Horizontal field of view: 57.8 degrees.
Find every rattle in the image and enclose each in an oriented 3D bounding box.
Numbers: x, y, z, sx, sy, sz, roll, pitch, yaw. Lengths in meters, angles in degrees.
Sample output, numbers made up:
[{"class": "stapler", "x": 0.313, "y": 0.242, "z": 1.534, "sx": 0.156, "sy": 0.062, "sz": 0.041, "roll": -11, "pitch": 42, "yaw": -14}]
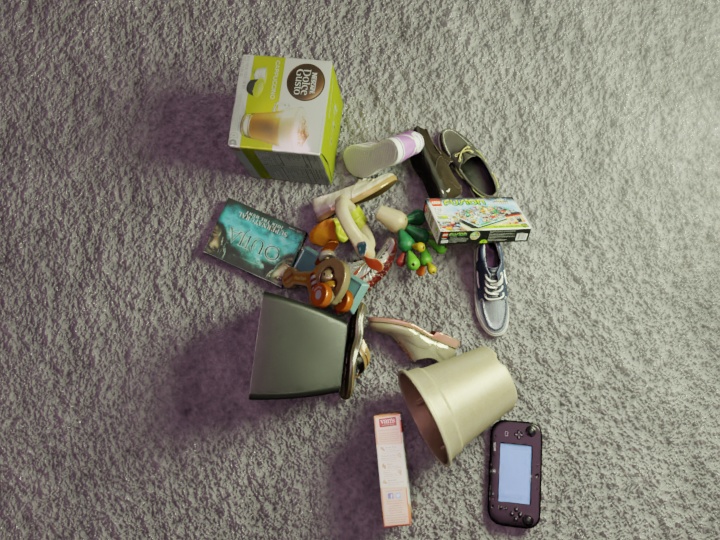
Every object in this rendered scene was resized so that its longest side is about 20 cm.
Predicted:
[{"class": "rattle", "x": -0.038, "y": -0.049, "z": 1.333, "sx": 0.140, "sy": 0.131, "sz": 0.202, "roll": -19, "pitch": 51, "yaw": 4}]

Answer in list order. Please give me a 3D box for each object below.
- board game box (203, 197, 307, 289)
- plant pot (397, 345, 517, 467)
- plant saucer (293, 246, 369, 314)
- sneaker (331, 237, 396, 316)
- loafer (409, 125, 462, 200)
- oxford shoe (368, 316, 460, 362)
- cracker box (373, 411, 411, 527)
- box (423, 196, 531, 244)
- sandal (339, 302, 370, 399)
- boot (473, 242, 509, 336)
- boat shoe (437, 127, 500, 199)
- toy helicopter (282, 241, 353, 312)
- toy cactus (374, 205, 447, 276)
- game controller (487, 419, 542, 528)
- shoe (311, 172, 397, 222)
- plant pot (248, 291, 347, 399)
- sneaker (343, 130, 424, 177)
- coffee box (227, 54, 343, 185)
[{"class": "board game box", "x": -0.232, "y": -0.061, "z": 1.443, "sx": 0.197, "sy": 0.028, "sz": 0.137, "roll": 23, "pitch": 81, "yaw": 9}, {"class": "plant pot", "x": 0.198, "y": 0.248, "z": 1.280, "sx": 0.181, "sy": 0.201, "sz": 0.203, "roll": -25, "pitch": 78, "yaw": -12}, {"class": "plant saucer", "x": -0.069, "y": 0.016, "z": 1.371, "sx": 0.199, "sy": 0.019, "sz": 0.071, "roll": 31, "pitch": 92, "yaw": 37}, {"class": "sneaker", "x": 0.000, "y": 0.000, "z": 1.387, "sx": 0.200, "sy": 0.078, "sz": 0.082, "roll": -44, "pitch": 78, "yaw": -4}, {"class": "loafer", "x": 0.162, "y": -0.227, "z": 1.414, "sx": 0.070, "sy": 0.073, "sz": 0.203, "roll": -10, "pitch": 64, "yaw": -19}, {"class": "oxford shoe", "x": 0.104, "y": 0.148, "z": 1.350, "sx": 0.196, "sy": 0.071, "sz": 0.075, "roll": 18, "pitch": 86, "yaw": 4}, {"class": "cracker box", "x": 0.064, "y": 0.383, "z": 1.280, "sx": 0.056, "sy": 0.134, "sz": 0.204, "roll": -7, "pitch": 79, "yaw": 3}, {"class": "box", "x": 0.235, "y": -0.103, "z": 1.328, "sx": 0.196, "sy": 0.035, "sz": 0.111, "roll": -3, "pitch": 43, "yaw": -14}, {"class": "sandal", "x": -0.005, "y": 0.170, "z": 1.367, "sx": 0.054, "sy": 0.082, "sz": 0.204, "roll": 15, "pitch": 73, "yaw": -14}, {"class": "boot", "x": 0.269, "y": 0.032, "z": 1.349, "sx": 0.071, "sy": 0.090, "sz": 0.204, "roll": -9, "pitch": 79, "yaw": 3}, {"class": "boat shoe", "x": 0.238, "y": -0.233, "z": 1.416, "sx": 0.071, "sy": 0.061, "sz": 0.203, "roll": -33, "pitch": 79, "yaw": -3}, {"class": "toy helicopter", "x": -0.094, "y": 0.009, "z": 1.337, "sx": 0.198, "sy": 0.078, "sz": 0.135, "roll": 3, "pitch": 81, "yaw": 46}, {"class": "toy cactus", "x": 0.106, "y": -0.081, "z": 1.364, "sx": 0.163, "sy": 0.103, "sz": 0.202, "roll": 29, "pitch": 56, "yaw": -1}, {"class": "game controller", "x": 0.308, "y": 0.404, "z": 1.302, "sx": 0.102, "sy": 0.042, "sz": 0.204, "roll": 3, "pitch": 79, "yaw": 6}, {"class": "shoe", "x": -0.014, "y": -0.170, "z": 1.422, "sx": 0.197, "sy": 0.070, "sz": 0.054, "roll": -26, "pitch": 86, "yaw": 2}, {"class": "plant pot", "x": -0.122, "y": 0.166, "z": 1.316, "sx": 0.174, "sy": 0.200, "sz": 0.204, "roll": 8, "pitch": 80, "yaw": -4}, {"class": "sneaker", "x": 0.056, "y": -0.254, "z": 1.412, "sx": 0.113, "sy": 0.199, "sz": 0.074, "roll": -28, "pitch": 109, "yaw": -36}, {"class": "coffee box", "x": -0.150, "y": -0.316, "z": 1.396, "sx": 0.193, "sy": 0.200, "sz": 0.204, "roll": 6, "pitch": 80, "yaw": 6}]
